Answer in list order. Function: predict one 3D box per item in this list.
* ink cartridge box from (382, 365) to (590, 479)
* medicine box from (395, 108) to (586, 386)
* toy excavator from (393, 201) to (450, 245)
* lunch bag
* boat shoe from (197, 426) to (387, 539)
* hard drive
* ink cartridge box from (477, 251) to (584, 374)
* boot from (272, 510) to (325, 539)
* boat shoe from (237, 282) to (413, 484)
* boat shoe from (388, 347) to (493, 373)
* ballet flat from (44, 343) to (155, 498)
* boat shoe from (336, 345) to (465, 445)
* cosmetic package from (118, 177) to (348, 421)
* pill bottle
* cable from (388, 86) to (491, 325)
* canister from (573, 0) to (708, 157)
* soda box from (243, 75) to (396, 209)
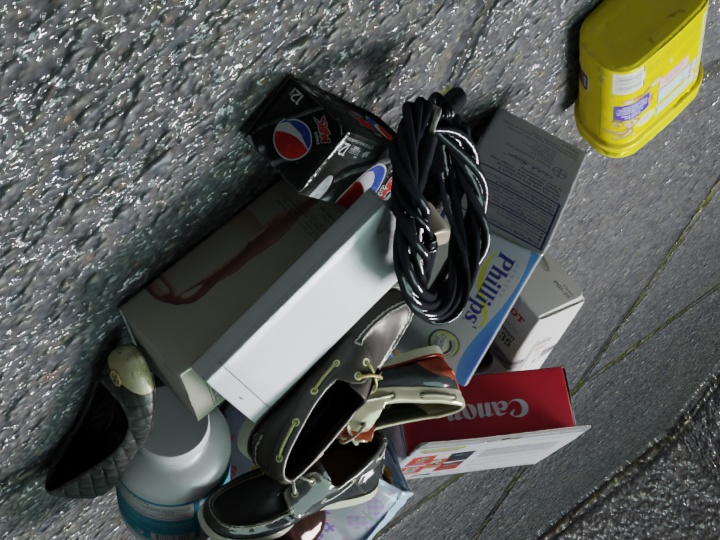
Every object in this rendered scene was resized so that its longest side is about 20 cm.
[{"bbox_3d":[0.121,0.160,1.794,0.199,0.084,0.176,-5,162,-19],"label":"ink cartridge box"},{"bbox_3d":[0.120,-0.025,1.638,0.183,0.103,0.200,-64,177,38],"label":"medicine box"},{"bbox_3d":[-0.018,0.028,1.541,0.199,0.100,0.195,-30,161,-17],"label":"toy excavator"},{"bbox_3d":[-0.061,0.215,1.745,0.170,0.200,0.127,-51,161,19],"label":"lunch bag"},{"bbox_3d":[-0.060,0.191,1.534,0.199,0.072,0.068,-16,145,-35],"label":"boat shoe"},{"bbox_3d":[-0.041,0.032,1.378,0.200,0.027,0.132,-45,156,-4],"label":"hard drive"},{"bbox_3d":[0.146,0.054,1.920,0.083,0.147,0.200,-21,151,-39],"label":"ink cartridge box"},{"bbox_3d":[-0.075,0.269,1.569,0.199,0.073,0.166,-22,-171,-35],"label":"boot"},{"bbox_3d":[-0.017,0.099,1.455,0.201,0.060,0.072,-48,143,-8],"label":"boat shoe"},{"bbox_3d":[0.086,0.071,1.760,0.200,0.072,0.073,13,94,-64],"label":"boat shoe"},{"bbox_3d":[-0.221,0.137,1.444,0.057,0.067,0.200,-16,147,-38],"label":"ballet flat"},{"bbox_3d":[0.003,0.126,1.540,0.199,0.063,0.071,-16,158,-27],"label":"boat shoe"},{"bbox_3d":[-0.093,0.018,1.411,0.200,0.087,0.104,-39,158,-16],"label":"cosmetic package"},{"bbox_3d":[-0.175,0.179,1.562,0.111,0.111,0.200,-36,161,-22],"label":"pill bottle"},{"bbox_3d":[0.066,-0.045,1.380,0.163,0.050,0.201,-48,137,-63],"label":"cable"},{"bbox_3d":[0.288,-0.218,1.727,0.148,0.087,0.200,-42,161,-8],"label":"canister"},{"bbox_3d":[-0.015,-0.096,1.358,0.063,0.071,0.200,-49,162,11],"label":"soda box"}]
